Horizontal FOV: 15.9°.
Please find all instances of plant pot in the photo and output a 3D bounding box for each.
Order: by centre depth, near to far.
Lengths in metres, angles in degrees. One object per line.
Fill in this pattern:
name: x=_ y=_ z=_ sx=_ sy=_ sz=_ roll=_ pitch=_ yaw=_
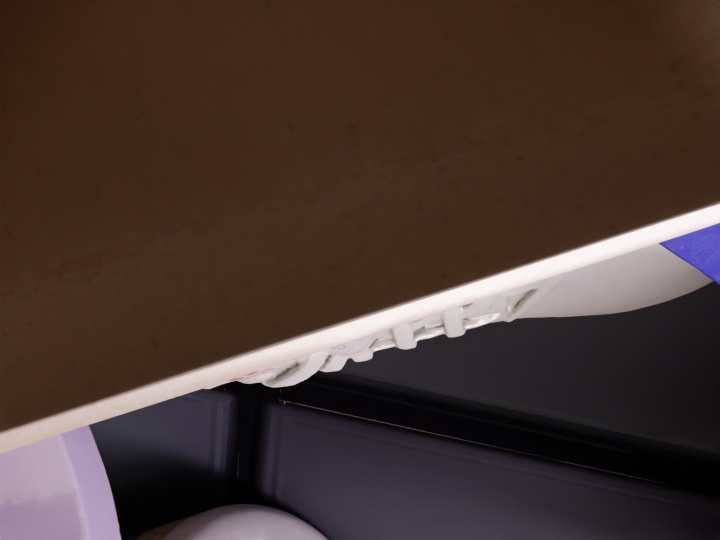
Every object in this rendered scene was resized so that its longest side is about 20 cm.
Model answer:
plant pot: x=-0.047 y=-0.112 z=0.434 sx=0.199 sy=0.177 sz=0.201 roll=-17 pitch=131 yaw=-4

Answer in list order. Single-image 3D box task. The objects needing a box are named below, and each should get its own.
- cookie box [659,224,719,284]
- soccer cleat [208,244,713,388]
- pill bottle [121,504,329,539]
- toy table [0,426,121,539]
cookie box: x=0.126 y=-0.065 z=0.560 sx=0.200 sy=0.076 sz=0.171 roll=33 pitch=140 yaw=-23
soccer cleat: x=0.000 y=0.000 z=0.675 sx=0.199 sy=0.087 sz=0.070 roll=5 pitch=142 yaw=12
pill bottle: x=-0.096 y=0.159 z=0.880 sx=0.199 sy=0.120 sz=0.120 roll=-21 pitch=130 yaw=37
toy table: x=-0.163 y=0.045 z=0.690 sx=0.200 sy=0.184 sz=0.117 roll=36 pitch=-170 yaw=23
